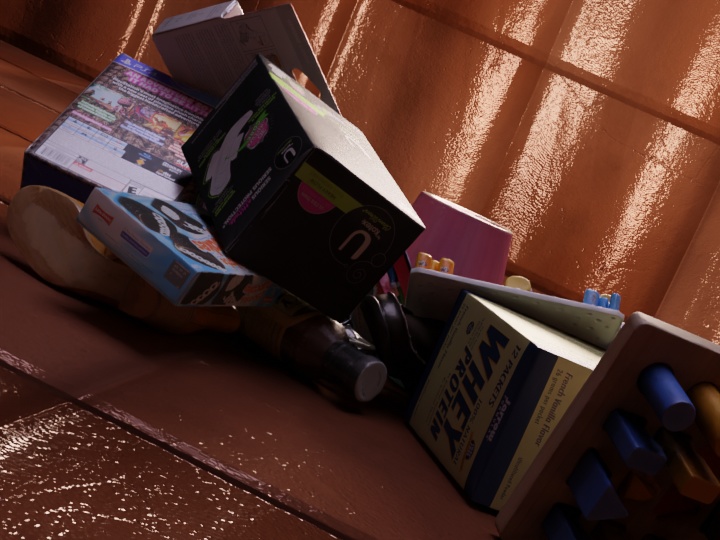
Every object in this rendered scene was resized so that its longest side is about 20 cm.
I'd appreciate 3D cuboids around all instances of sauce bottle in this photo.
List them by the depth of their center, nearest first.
[{"bbox_3d":[-0.055,0.059,1.222,0.199,0.065,0.064,31,9,38],"label":"sauce bottle"}]

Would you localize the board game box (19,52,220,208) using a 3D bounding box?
[{"bbox_3d":[-0.225,-0.103,1.331,0.158,0.097,0.201,25,43,5],"label":"board game box"}]

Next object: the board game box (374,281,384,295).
[{"bbox_3d":[-0.049,-0.017,1.519,0.152,0.040,0.200,32,-18,28],"label":"board game box"}]

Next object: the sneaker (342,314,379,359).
[{"bbox_3d":[-0.043,0.037,1.302,0.200,0.084,0.076,41,14,35],"label":"sneaker"}]

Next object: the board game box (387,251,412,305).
[{"bbox_3d":[0.037,0.000,1.453,0.201,0.039,0.159,-107,178,-48],"label":"board game box"}]

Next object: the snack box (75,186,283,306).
[{"bbox_3d":[-0.146,-0.017,1.131,0.116,0.037,0.200,38,10,15],"label":"snack box"}]

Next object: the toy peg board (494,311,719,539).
[{"bbox_3d":[0.236,0.164,0.942,0.198,0.201,0.098,21,22,-22],"label":"toy peg board"}]

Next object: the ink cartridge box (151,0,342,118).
[{"bbox_3d":[-0.099,-0.183,1.374,0.175,0.201,0.045,-7,34,29],"label":"ink cartridge box"}]

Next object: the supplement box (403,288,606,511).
[{"bbox_3d":[0.173,0.133,1.142,0.198,0.135,0.200,22,6,-18],"label":"supplement box"}]

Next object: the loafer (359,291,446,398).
[{"bbox_3d":[0.055,0.064,1.250,0.200,0.071,0.074,51,16,-64],"label":"loafer"}]

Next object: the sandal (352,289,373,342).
[{"bbox_3d":[0.000,0.000,1.373,0.054,0.202,0.082,10,31,28],"label":"sandal"}]

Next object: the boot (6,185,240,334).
[{"bbox_3d":[-0.209,-0.001,1.177,0.200,0.071,0.144,33,5,24],"label":"boot"}]

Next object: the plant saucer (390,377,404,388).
[{"bbox_3d":[0.119,0.127,1.423,0.198,0.036,0.200,24,7,-3],"label":"plant saucer"}]

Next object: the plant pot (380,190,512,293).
[{"bbox_3d":[0.099,0.008,1.659,0.198,0.180,0.200,24,6,-3],"label":"plant pot"}]

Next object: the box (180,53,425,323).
[{"bbox_3d":[-0.056,-0.078,1.214,0.148,0.124,0.200,33,16,-34],"label":"box"}]

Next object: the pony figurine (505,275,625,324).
[{"bbox_3d":[0.232,0.094,1.514,0.191,0.168,0.201,11,-30,2],"label":"pony figurine"}]

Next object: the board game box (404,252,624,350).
[{"bbox_3d":[0.140,0.054,1.284,0.198,0.026,0.200,12,-26,4],"label":"board game box"}]
